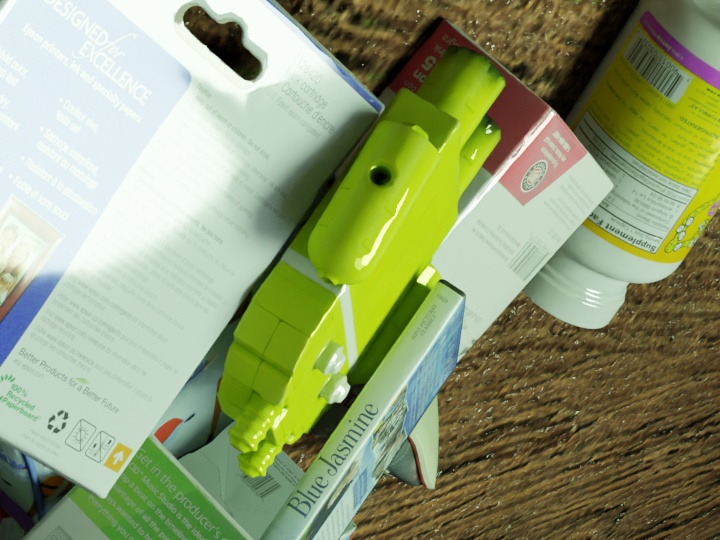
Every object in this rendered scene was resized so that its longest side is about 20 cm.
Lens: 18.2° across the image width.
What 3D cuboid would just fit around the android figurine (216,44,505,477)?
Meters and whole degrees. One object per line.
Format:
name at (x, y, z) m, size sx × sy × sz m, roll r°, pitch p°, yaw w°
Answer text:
android figurine at (0.000, 0.000, 0.983) m, size 0.200 × 0.041 × 0.182 m, roll -57°, pitch 169°, yaw -17°

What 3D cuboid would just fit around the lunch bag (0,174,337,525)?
lunch bag at (-0.093, 0.016, 1.005) m, size 0.200 × 0.076 × 0.161 m, roll -38°, pitch 152°, yaw -22°

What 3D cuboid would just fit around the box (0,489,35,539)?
box at (-0.160, 0.200, 1.106) m, size 0.039 × 0.137 × 0.200 m, roll -24°, pitch 149°, yaw -42°

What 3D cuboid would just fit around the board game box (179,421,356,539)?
board game box at (-0.091, 0.191, 1.260) m, size 0.103 × 0.105 × 0.200 m, roll -30°, pitch 152°, yaw -35°

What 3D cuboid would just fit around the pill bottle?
pill bottle at (0.165, -0.065, 1.299) m, size 0.104 × 0.104 × 0.200 m, roll -13°, pitch 140°, yaw -55°

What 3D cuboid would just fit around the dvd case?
dvd case at (-0.012, 0.105, 1.071) m, size 0.200 × 0.018 × 0.143 m, roll -55°, pitch 171°, yaw -13°

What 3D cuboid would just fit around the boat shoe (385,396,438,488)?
boat shoe at (0.009, 0.086, 1.329) m, size 0.062 × 0.072 × 0.200 m, roll -6°, pitch 163°, yaw 10°

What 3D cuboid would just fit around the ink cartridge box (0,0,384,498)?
ink cartridge box at (-0.106, -0.032, 0.858) m, size 0.200 × 0.047 × 0.198 m, roll -56°, pitch 140°, yaw -5°

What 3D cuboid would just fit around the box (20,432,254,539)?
box at (-0.115, 0.186, 0.960) m, size 0.200 × 0.144 × 0.036 m, roll -44°, pitch 175°, yaw -6°

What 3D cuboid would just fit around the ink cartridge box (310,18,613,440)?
ink cartridge box at (0.025, -0.011, 1.160) m, size 0.200 × 0.083 × 0.146 m, roll -49°, pitch 158°, yaw 2°
